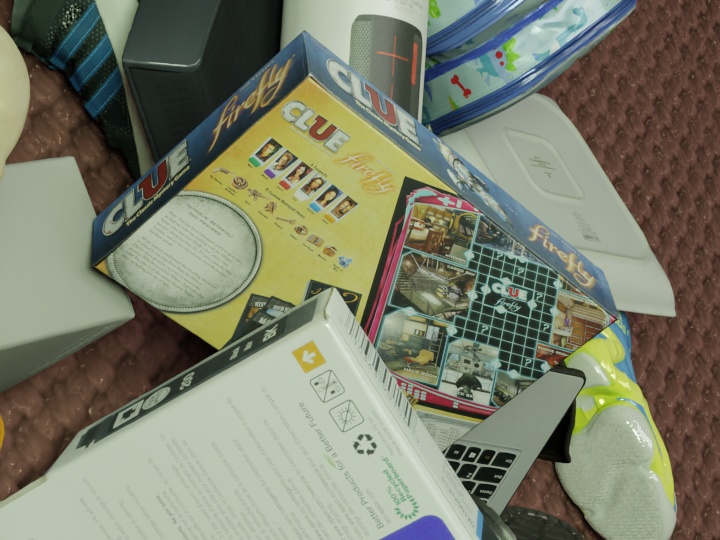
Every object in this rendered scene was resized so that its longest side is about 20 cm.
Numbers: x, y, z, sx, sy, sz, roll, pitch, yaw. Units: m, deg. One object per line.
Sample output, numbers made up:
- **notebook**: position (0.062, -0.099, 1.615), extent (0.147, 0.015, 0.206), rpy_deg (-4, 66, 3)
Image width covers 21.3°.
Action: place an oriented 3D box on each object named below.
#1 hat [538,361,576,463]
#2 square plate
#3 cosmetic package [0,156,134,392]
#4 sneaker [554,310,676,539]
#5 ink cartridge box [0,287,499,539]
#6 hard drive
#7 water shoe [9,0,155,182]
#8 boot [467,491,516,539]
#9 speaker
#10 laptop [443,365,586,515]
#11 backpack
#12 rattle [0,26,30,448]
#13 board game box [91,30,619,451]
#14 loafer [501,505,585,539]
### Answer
- **hat**: position (0.036, 0.050, 1.075), extent (0.081, 0.200, 0.201), rpy_deg (-36, 102, -13)
- **square plate**: position (0.114, -0.060, 1.258), extent (0.199, 0.028, 0.199), rpy_deg (8, 44, -48)
- **cosmetic package**: position (-0.203, 0.017, 0.793), extent (0.199, 0.107, 0.091), rpy_deg (-10, 76, -52)
- **sneaker**: position (0.164, 0.080, 1.252), extent (0.105, 0.075, 0.201), rpy_deg (-22, 87, -55)
- **ink cartridge box**: position (-0.042, 0.138, 0.864), extent (0.199, 0.199, 0.043), rpy_deg (57, 17, -13)
- **hard drive**: position (-0.069, -0.127, 1.007), extent (0.201, 0.042, 0.135), rpy_deg (-76, 160, -44)
- **water shoe**: position (-0.138, -0.125, 0.993), extent (0.072, 0.078, 0.201), rpy_deg (-68, 151, -55)
- **boot**: position (0.034, 0.220, 0.935), extent (0.131, 0.070, 0.201), rpy_deg (-20, 102, -20)
- **speaker**: position (-0.008, -0.065, 1.004), extent (0.081, 0.081, 0.202), rpy_deg (16, 75, -47)
- **laptop**: position (0.017, 0.146, 0.953), extent (0.186, 0.201, 0.116), rpy_deg (12, 30, -33)
- **backpack**: position (0.076, -0.176, 1.132), extent (0.183, 0.200, 0.147), rpy_deg (-37, 94, -18)
- **rattle**: position (-0.169, -0.044, 0.731), extent (0.143, 0.130, 0.200), rpy_deg (47, 10, -36)
- **board game box**: position (0.000, 0.000, 0.849), extent (0.200, 0.135, 0.035), rpy_deg (37, 27, -31)
- **loafer**: position (0.089, 0.218, 1.097), extent (0.073, 0.071, 0.201), rpy_deg (19, 38, -5)
